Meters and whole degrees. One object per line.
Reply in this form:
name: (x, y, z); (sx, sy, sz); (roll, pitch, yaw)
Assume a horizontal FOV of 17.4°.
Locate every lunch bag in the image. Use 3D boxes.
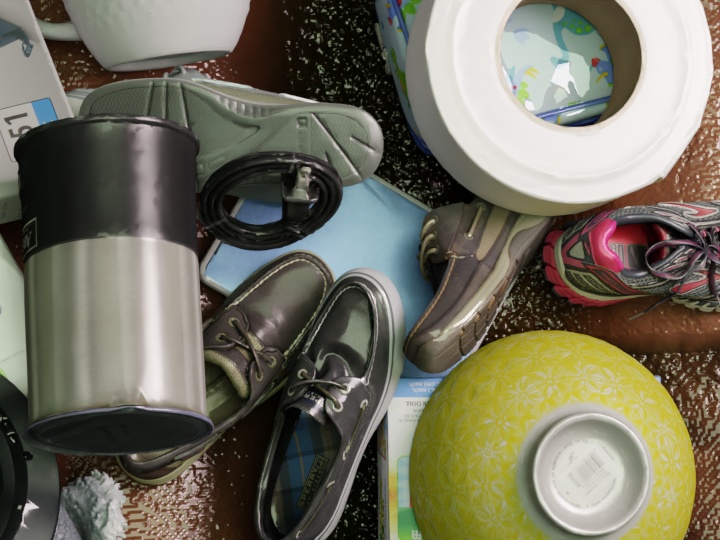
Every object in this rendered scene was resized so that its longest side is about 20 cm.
lunch bag: (0.116, -0.169, 1.669); (0.199, 0.082, 0.161); (-16, 83, -11)

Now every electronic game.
electronic game: (-0.288, 0.142, 1.478); (0.199, 0.042, 0.201); (0, 68, -1)

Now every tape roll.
tape roll: (0.134, -0.139, 1.594); (0.202, 0.071, 0.203); (1, 84, -11)

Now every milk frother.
milk frother: (-0.108, 0.015, 1.473); (0.199, 0.181, 0.189); (-5, 74, 3)

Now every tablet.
tablet: (0.000, 0.000, 1.660); (0.200, 0.014, 0.130); (31, 78, -4)

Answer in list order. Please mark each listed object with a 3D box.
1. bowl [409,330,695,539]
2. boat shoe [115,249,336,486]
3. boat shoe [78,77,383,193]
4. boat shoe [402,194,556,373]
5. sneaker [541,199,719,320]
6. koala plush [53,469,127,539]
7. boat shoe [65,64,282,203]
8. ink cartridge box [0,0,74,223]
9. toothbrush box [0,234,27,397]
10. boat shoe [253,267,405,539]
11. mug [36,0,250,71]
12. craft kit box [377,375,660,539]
bowl: (0.140, 0.136, 1.563); (0.199, 0.108, 0.201); (1, 84, -11)
boat shoe: (-0.088, 0.068, 1.602); (0.073, 0.065, 0.200); (40, 84, -3)
boat shoe: (-0.086, -0.090, 1.570); (0.201, 0.065, 0.075); (2, 97, -3)
boat shoe: (0.072, -0.007, 1.624); (0.073, 0.075, 0.200); (30, 47, 9)
sneaker: (0.230, -0.011, 1.657); (0.199, 0.075, 0.081); (-7, 81, -24)
koala plush: (-0.212, 0.231, 1.522); (0.177, 0.184, 0.201); (-7, 70, -10)
boat shoe: (-0.116, -0.101, 1.633); (0.200, 0.070, 0.072); (13, 66, -2)
ink cartridge box: (-0.290, -0.117, 1.549); (0.176, 0.045, 0.200); (-16, 69, -19)
toothbrush box: (-0.312, 0.056, 1.566); (0.200, 0.086, 0.146); (-29, 86, -11)
boat shoe: (-0.028, 0.095, 1.583); (0.070, 0.066, 0.201); (25, 101, 19)
mug: (-0.167, -0.225, 1.616); (0.199, 0.148, 0.176); (-9, 90, 20)
craft kit box: (0.111, 0.172, 1.629); (0.199, 0.049, 0.198); (1, 82, -10)
